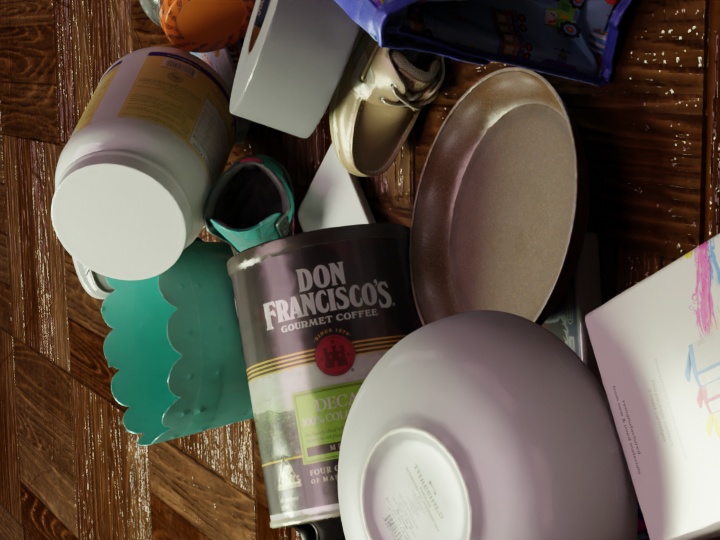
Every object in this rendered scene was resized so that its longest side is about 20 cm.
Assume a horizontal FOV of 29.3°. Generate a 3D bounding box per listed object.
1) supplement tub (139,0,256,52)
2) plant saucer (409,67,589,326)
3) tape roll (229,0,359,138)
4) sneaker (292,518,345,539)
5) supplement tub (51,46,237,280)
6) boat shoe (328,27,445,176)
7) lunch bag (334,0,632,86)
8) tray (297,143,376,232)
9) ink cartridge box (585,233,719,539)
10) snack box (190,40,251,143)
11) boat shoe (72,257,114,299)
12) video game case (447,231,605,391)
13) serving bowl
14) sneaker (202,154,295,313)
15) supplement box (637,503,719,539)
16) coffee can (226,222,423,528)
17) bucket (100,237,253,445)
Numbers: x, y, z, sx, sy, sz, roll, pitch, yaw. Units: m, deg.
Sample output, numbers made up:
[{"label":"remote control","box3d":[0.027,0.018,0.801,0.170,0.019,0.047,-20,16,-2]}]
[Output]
[{"label":"supplement tub","box3d":[-0.170,-0.316,1.326,0.202,0.121,0.123,67,147,29]},{"label":"plant saucer","box3d":[0.096,-0.035,0.937,0.200,0.032,0.203,-31,54,55]},{"label":"tape roll","box3d":[-0.042,-0.209,1.079,0.200,0.065,0.203,-162,90,-79]},{"label":"sneaker","box3d":[-0.016,0.284,1.182,0.076,0.090,0.202,-41,60,54]},{"label":"supplement tub","box3d":[-0.199,-0.100,1.276,0.201,0.144,0.147,-79,6,-52]},{"label":"boat shoe","box3d":[0.027,-0.153,1.039,0.065,0.070,0.202,51,136,47]},{"label":"lunch bag","box3d":[0.051,-0.189,0.852,0.151,0.198,0.095,55,139,43]},{"label":"tray","box3d":[0.000,0.000,1.170,0.108,0.022,0.202,-57,46,49]},{"label":"ink cartridge box","box3d":[0.224,0.039,0.645,0.200,0.127,0.127,-41,59,55]},{"label":"snack box","box3d":[-0.149,-0.229,1.406,0.202,0.024,0.072,68,149,28]},{"label":"boat shoe","box3d":[-0.314,-0.065,1.697,0.065,0.074,0.205,-169,82,-65]},{"label":"video game case","box3d":[0.111,0.076,0.975,0.182,0.023,0.203,0,95,62]},{"label":"serving bowl","box3d":[0.051,0.124,0.748,0.199,0.065,0.203,4,95,48]},{"label":"sneaker","box3d":[-0.089,-0.012,1.232,0.121,0.082,0.203,39,-138,-77]},{"label":"supplement box","box3d":[0.111,0.161,0.864,0.199,0.100,0.105,26,113,45]},{"label":"coffee can","box3d":[-0.013,0.080,1.036,0.146,0.145,0.203,-26,72,60]},{"label":"bucket","box3d":[-0.164,0.064,1.371,0.207,0.133,0.210,16,108,59]}]
